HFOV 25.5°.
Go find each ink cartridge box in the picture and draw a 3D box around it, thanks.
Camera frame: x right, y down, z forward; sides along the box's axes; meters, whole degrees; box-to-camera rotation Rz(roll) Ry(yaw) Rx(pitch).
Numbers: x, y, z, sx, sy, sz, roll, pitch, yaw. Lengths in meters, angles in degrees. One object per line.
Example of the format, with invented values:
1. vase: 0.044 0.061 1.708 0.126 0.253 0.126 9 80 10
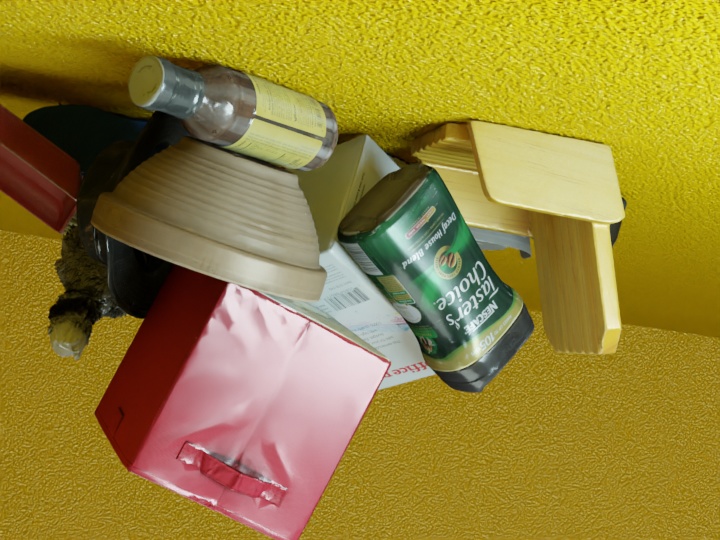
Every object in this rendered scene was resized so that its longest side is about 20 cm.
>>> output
1. ink cartridge box: 0.000 0.000 1.541 0.144 0.146 0.200 -17 132 38

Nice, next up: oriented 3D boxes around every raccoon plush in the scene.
1. raccoon plush: -0.220 -0.013 1.506 0.096 0.134 0.201 27 -149 -24

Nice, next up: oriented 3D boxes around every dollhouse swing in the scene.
1. dollhouse swing: 0.136 -0.024 1.434 0.179 0.178 0.200 9 177 -12

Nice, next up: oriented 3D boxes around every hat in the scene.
1. hat: -0.207 -0.063 1.438 0.080 0.203 0.200 12 178 21

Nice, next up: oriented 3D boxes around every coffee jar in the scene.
1. coffee jar: 0.072 0.010 1.434 0.085 0.104 0.201 4 136 57

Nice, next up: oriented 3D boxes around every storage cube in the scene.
1. storage cube: -0.107 0.102 1.382 0.170 0.181 0.200 28 -178 -21

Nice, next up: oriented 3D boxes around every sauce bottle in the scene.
1. sauce bottle: -0.100 -0.129 1.268 0.064 0.066 0.199 5 173 39

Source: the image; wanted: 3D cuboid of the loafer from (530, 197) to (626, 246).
1. loafer: 0.222 -0.042 1.711 0.072 0.072 0.200 9 176 -10

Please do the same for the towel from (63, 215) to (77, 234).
1. towel: -0.239 -0.029 1.809 0.147 0.037 0.199 17 180 31

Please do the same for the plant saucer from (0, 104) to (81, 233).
1. plant saucer: -0.344 -0.120 1.498 0.199 0.037 0.199 38 165 -8

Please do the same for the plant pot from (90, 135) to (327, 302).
1. plant pot: -0.112 -0.050 1.292 0.199 0.094 0.201 19 -176 -1

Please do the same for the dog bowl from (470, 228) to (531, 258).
1. dog bowl: 0.104 -0.058 1.835 0.197 0.060 0.200 8 176 1

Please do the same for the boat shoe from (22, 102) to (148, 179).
1. boat shoe: -0.241 -0.113 1.585 0.197 0.085 0.069 11 166 -9

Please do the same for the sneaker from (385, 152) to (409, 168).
1. sneaker: 0.023 -0.068 1.626 0.198 0.090 0.078 17 172 -33
